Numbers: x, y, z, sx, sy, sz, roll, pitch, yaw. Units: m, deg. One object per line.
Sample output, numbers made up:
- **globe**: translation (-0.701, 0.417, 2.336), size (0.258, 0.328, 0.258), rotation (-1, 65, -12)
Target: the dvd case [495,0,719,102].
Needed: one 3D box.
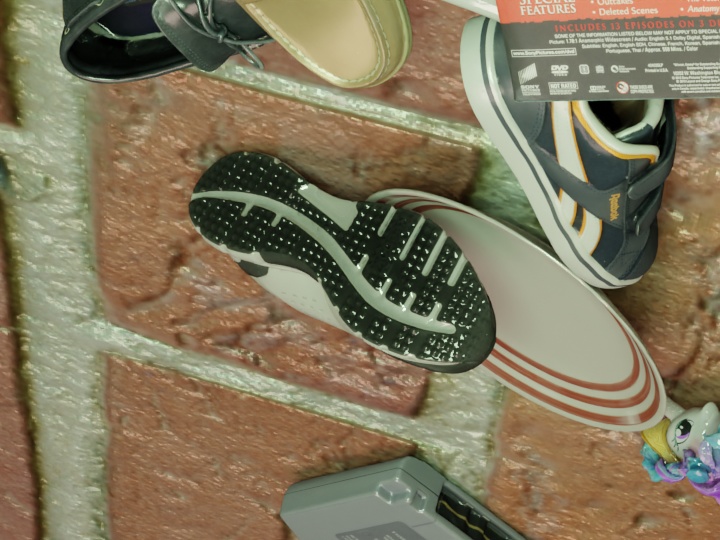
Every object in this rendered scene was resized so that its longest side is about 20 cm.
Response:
- **dvd case**: translation (0.114, -0.165, 1.097), size (0.145, 0.022, 0.201), rotation (0, 119, 27)

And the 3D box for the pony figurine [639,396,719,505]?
- **pony figurine**: translation (0.251, 0.123, 1.467), size (0.194, 0.166, 0.200), rotation (57, 146, -1)

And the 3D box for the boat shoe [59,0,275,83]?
- **boat shoe**: translation (-0.070, -0.131, 1.291), size (0.199, 0.062, 0.075), rotation (-9, 138, 35)

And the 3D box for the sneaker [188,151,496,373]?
- **sneaker**: translation (0.000, 0.000, 1.428), size (0.200, 0.074, 0.080), rotation (32, 170, 33)

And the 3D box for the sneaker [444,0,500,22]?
- **sneaker**: translation (0.103, -0.138, 1.188), size (0.199, 0.073, 0.071), rotation (22, 151, 14)

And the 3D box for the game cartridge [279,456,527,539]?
- **game cartridge**: translation (0.047, 0.192, 1.766), size (0.133, 0.041, 0.200), rotation (-20, 132, 41)

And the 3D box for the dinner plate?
- **dinner plate**: translation (0.086, 0.017, 1.437), size (0.200, 0.024, 0.200), rotation (32, 161, 12)

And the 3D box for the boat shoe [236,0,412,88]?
- **boat shoe**: translation (-0.053, -0.153, 1.196), size (0.071, 0.065, 0.200), rotation (-31, 112, 28)

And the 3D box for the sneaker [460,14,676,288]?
- **sneaker**: translation (0.122, -0.058, 1.291), size (0.079, 0.079, 0.200), rotation (-10, 146, 24)
